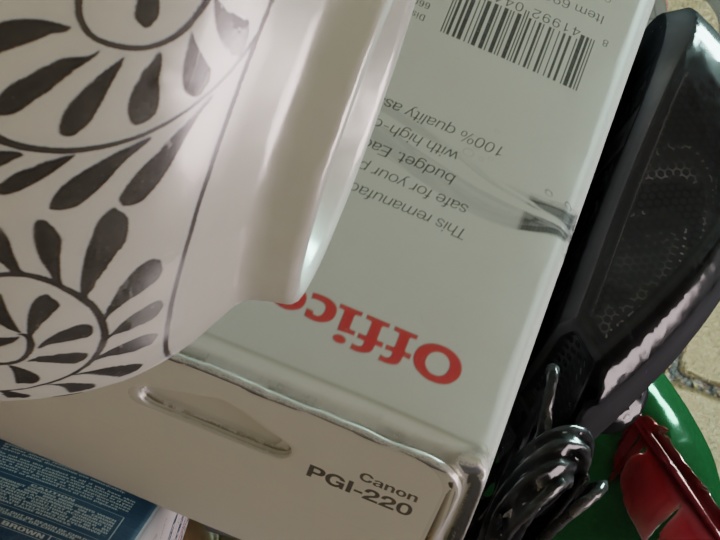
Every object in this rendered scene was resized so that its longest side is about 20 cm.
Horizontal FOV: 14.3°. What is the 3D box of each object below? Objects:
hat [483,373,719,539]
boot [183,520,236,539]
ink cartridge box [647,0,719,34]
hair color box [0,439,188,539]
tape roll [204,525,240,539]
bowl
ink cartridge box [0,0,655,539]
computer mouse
[{"bbox_3d":[0.130,0.078,1.077,0.166,0.175,0.201,51,47,-55],"label":"hat"},{"bbox_3d":[-0.022,0.134,1.141,0.175,0.199,0.066,-40,151,-84],"label":"boot"},{"bbox_3d":[0.074,-0.098,1.058,0.047,0.199,0.161,-25,111,-40],"label":"ink cartridge box"},{"bbox_3d":[-0.099,0.102,0.887,0.200,0.060,0.100,-56,166,-77],"label":"hair color box"},{"bbox_3d":[0.000,0.000,0.995,0.200,0.066,0.201,-167,-90,-89],"label":"tape roll"},{"bbox_3d":[-0.042,-0.050,0.614,0.201,0.094,0.202,19,90,-87],"label":"bowl"},{"bbox_3d":[-0.011,-0.026,0.820,0.085,0.145,0.201,112,1,-53],"label":"ink cartridge box"},{"bbox_3d":[0.077,0.015,0.855,0.201,0.053,0.139,-67,-174,-24],"label":"computer mouse"}]
